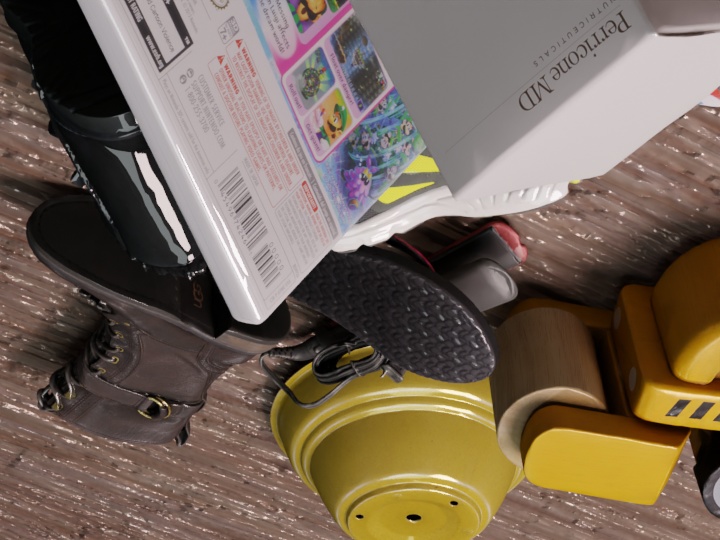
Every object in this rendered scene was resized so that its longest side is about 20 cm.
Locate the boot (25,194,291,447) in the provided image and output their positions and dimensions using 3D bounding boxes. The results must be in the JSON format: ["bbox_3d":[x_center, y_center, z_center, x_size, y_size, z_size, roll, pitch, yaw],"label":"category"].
[{"bbox_3d":[-0.158,0.048,1.077,0.199,0.070,0.174,27,134,-28],"label":"boot"}]

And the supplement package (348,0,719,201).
[{"bbox_3d":[0.066,-0.150,0.708,0.119,0.202,0.121,-12,159,-49],"label":"supplement package"}]

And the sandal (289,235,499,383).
[{"bbox_3d":[0.000,0.000,0.996,0.199,0.045,0.076,27,134,21],"label":"sandal"}]

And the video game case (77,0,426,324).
[{"bbox_3d":[-0.035,-0.109,0.780,0.024,0.182,0.201,9,134,41],"label":"video game case"}]

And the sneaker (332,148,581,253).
[{"bbox_3d":[0.025,-0.071,0.937,0.198,0.075,0.085,-12,118,18],"label":"sneaker"}]

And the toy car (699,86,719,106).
[{"bbox_3d":[0.193,-0.107,0.769,0.183,0.202,0.177,22,137,-20],"label":"toy car"}]

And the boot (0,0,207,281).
[{"bbox_3d":[-0.116,-0.064,0.861,0.073,0.198,0.164,-29,128,-12],"label":"boot"}]

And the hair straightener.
[{"bbox_3d":[0.012,0.036,1.045,0.198,0.077,0.041,-22,121,30],"label":"hair straightener"}]

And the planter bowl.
[{"bbox_3d":[0.036,0.137,1.146,0.198,0.084,0.201,0,142,0],"label":"planter bowl"}]

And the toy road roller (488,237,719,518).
[{"bbox_3d":[0.185,0.052,1.023,0.197,0.124,0.147,8,126,-8],"label":"toy road roller"}]
